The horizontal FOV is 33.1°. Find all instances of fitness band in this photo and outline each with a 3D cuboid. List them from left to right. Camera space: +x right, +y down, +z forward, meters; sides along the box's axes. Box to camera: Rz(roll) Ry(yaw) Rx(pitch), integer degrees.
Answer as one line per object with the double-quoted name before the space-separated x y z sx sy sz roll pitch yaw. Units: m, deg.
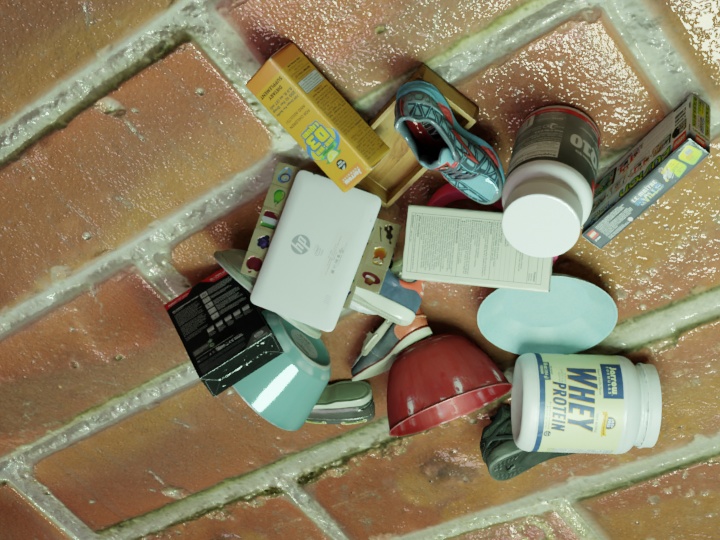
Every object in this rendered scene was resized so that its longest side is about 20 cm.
"fitness band" 0.184 -0.051 1.713 0.200 0.037 0.144 22 130 -3

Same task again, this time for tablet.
"tablet" -0.063 -0.028 1.682 0.130 0.014 0.200 20 87 13

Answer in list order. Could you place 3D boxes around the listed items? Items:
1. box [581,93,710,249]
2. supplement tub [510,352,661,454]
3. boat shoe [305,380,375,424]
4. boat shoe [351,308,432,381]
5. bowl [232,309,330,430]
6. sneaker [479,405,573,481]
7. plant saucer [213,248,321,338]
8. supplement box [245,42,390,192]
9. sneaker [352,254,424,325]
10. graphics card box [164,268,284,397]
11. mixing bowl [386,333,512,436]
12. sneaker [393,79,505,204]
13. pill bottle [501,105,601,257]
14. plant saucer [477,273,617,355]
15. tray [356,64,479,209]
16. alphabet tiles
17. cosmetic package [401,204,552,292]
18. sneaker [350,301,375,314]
"box" 0.364 -0.125 1.552 0.035 0.110 0.200 34 130 -12
"supplement tub" 0.329 0.196 1.784 0.199 0.145 0.145 2 129 -1
"boat shoe" -0.075 0.222 1.986 0.201 0.072 0.061 -2 125 17
"boat shoe" 0.039 0.112 1.871 0.200 0.071 0.063 -45 68 49
"bowl" -0.121 0.136 1.874 0.105 0.201 0.201 -42 109 15
"sneaker" 0.277 0.247 1.905 0.199 0.114 0.076 -22 128 -2
"plant saucer" -0.126 0.021 1.796 0.200 0.200 0.050 38 91 -14
"supplement box" -0.056 -0.203 1.619 0.200 0.069 0.067 45 129 -6
"sneaker" 0.000 0.000 1.727 0.200 0.085 0.075 27 169 5
"graphics card box" -0.206 0.086 1.812 0.125 0.200 0.051 -32 129 -5
"mixing bowl" 0.118 0.163 1.829 0.200 0.200 0.109 -32 71 34
"sneaker" 0.108 -0.147 1.574 0.079 0.096 0.200 -33 113 35
"pill bottle" 0.241 -0.113 1.539 0.114 0.200 0.114 8 130 10
"plant saucer" 0.268 0.055 1.752 0.200 0.039 0.201 2 143 2
"tray" 0.060 -0.179 1.649 0.099 0.037 0.200 36 130 -13
"alphabet tiles" -0.051 -0.045 1.692 0.199 0.008 0.168 18 86 12
"cosmetic package" 0.161 -0.030 1.644 0.199 0.073 0.104 7 91 10
"sneaker" -0.019 -0.007 1.783 0.200 0.080 0.086 23 129 -3
